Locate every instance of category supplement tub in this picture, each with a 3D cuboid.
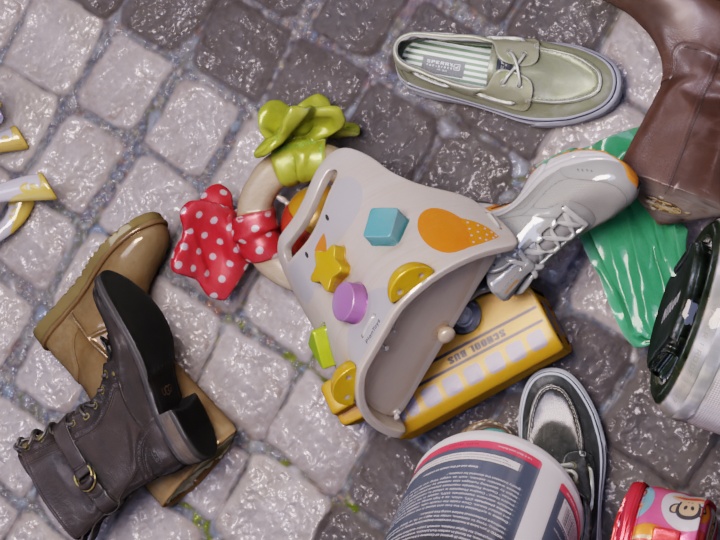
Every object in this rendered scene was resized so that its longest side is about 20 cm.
[{"bbox_3d":[0.080,0.229,1.369,0.139,0.200,0.141,11,127,15],"label":"supplement tub"}]

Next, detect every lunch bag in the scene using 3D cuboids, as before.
[{"bbox_3d":[0.222,0.267,1.403,0.081,0.176,0.202,11,78,15],"label":"lunch bag"}]

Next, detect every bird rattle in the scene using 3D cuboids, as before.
[{"bbox_3d":[-0.060,-0.048,1.569,0.162,0.113,0.201,34,98,1],"label":"bird rattle"}]

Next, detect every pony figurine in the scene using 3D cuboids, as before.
[{"bbox_3d":[-0.400,-0.083,1.668,0.199,0.167,0.194,-31,83,-4],"label":"pony figurine"}]

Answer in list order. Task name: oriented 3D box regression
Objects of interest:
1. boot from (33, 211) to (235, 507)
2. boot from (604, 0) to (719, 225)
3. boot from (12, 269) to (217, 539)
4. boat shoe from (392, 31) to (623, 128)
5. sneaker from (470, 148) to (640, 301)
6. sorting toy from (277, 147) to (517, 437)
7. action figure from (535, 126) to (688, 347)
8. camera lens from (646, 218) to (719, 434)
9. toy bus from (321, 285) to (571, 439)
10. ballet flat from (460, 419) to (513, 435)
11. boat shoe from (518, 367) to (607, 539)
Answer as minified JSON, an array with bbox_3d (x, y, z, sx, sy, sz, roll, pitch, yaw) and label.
[{"bbox_3d":[-0.175,0.076,1.616,0.200,0.066,0.175,48,111,17],"label":"boot"},{"bbox_3d":[0.235,-0.146,1.488,0.185,0.064,0.201,18,76,16],"label":"boot"},{"bbox_3d":[-0.230,0.121,1.571,0.173,0.069,0.201,-28,83,23],"label":"boot"},{"bbox_3d":[0.120,-0.163,1.548,0.198,0.062,0.073,7,86,17],"label":"boat shoe"},{"bbox_3d":[0.137,-0.022,1.463,0.199,0.076,0.092,-26,38,34],"label":"sneaker"},{"bbox_3d":[0.000,0.000,1.466,0.180,0.106,0.201,51,123,37],"label":"sorting toy"},{"bbox_3d":[0.230,-0.012,1.503,0.117,0.055,0.202,-20,75,12],"label":"action figure"},{"bbox_3d":[0.327,0.058,1.385,0.198,0.160,0.161,18,89,0],"label":"camera lens"},{"bbox_3d":[0.070,0.080,1.537,0.199,0.065,0.079,-30,78,11],"label":"toy bus"},{"bbox_3d":[0.090,0.223,1.518,0.070,0.065,0.202,14,84,-14],"label":"ballet flat"},{"bbox_3d":[0.165,0.178,1.493,0.071,0.071,0.202,-9,81,16],"label":"boat shoe"}]
